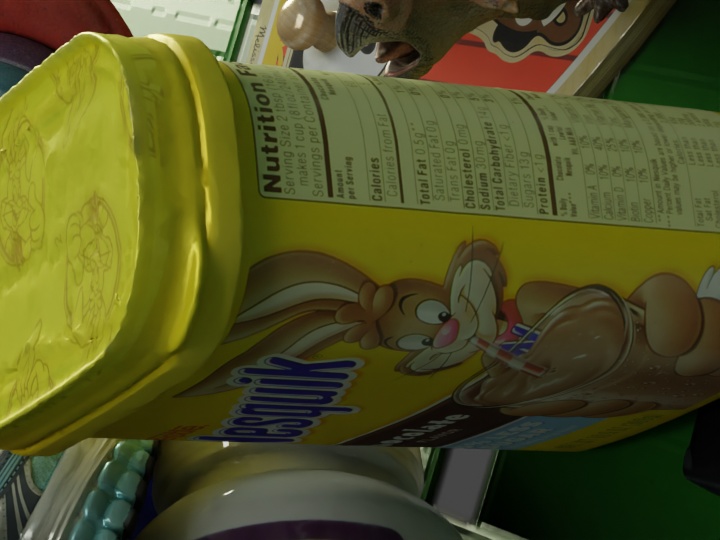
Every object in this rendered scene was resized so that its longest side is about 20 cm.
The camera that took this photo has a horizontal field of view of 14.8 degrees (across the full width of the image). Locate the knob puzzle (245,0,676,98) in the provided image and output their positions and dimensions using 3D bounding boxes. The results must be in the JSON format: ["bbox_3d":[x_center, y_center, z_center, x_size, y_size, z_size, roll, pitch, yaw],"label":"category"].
[{"bbox_3d":[0.034,-0.119,0.900,0.219,0.030,0.220,-19,63,43],"label":"knob puzzle"}]

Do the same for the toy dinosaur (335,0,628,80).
[{"bbox_3d":[0.064,-0.133,0.768,0.086,0.136,0.201,-12,56,32],"label":"toy dinosaur"}]

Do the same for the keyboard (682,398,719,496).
[{"bbox_3d":[0.145,-0.029,0.753,0.104,0.040,0.201,-169,94,-73],"label":"keyboard"}]

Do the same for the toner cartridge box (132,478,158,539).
[{"bbox_3d":[-0.119,0.077,0.997,0.200,0.043,0.095,38,105,47],"label":"toner cartridge box"}]

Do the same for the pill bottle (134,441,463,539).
[{"bbox_3d":[-0.017,0.130,0.803,0.112,0.112,0.200,-36,44,36],"label":"pill bottle"}]

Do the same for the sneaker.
[{"bbox_3d":[-0.100,0.023,0.838,0.200,0.086,0.078,-83,14,-55],"label":"sneaker"}]

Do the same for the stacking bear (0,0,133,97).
[{"bbox_3d":[-0.146,-0.006,0.940,0.121,0.114,0.200,-36,22,36],"label":"stacking bear"}]

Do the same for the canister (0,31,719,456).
[{"bbox_3d":[0.000,0.000,0.747,0.148,0.199,0.087,-31,60,56],"label":"canister"}]
